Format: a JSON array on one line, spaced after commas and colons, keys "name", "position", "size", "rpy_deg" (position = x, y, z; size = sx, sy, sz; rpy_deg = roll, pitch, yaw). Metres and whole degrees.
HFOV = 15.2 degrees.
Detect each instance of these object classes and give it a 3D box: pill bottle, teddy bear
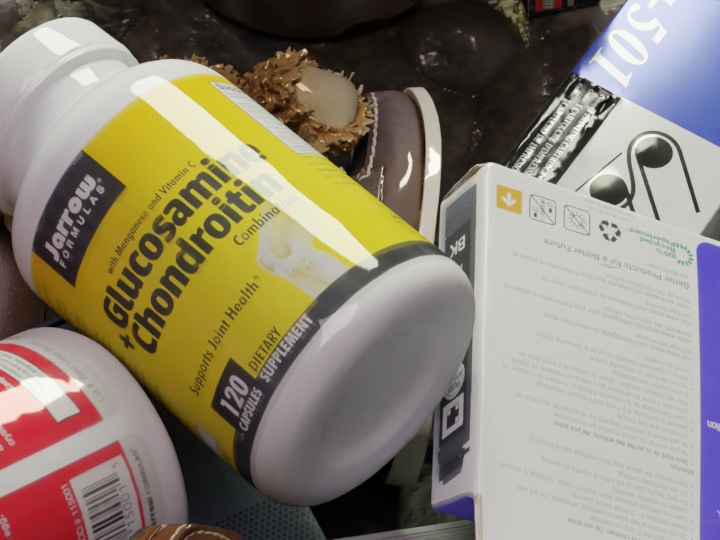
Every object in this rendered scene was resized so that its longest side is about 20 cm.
[{"name": "pill bottle", "position": [-0.061, -0.010, 1.026], "size": [0.200, 0.112, 0.112], "rpy_deg": [39, 68, 25]}, {"name": "teddy bear", "position": [-0.090, -0.045, 1.162], "size": [0.200, 0.067, 0.145], "rpy_deg": [-13, 42, 8]}, {"name": "pill bottle", "position": [-0.169, 0.104, 0.968], "size": [0.200, 0.112, 0.112], "rpy_deg": [-25, 56, -39]}]

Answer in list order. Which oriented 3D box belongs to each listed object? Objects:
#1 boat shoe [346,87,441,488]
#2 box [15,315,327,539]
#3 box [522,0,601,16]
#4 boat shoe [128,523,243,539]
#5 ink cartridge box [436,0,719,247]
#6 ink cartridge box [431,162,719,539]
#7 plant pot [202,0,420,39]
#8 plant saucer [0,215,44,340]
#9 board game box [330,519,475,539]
[{"name": "boat shoe", "position": [0.000, 0.000, 1.145], "size": [0.059, 0.072, 0.200], "rpy_deg": [7, 55, -6]}, {"name": "box", "position": [-0.101, 0.116, 1.089], "size": [0.158, 0.051, 0.200], "rpy_deg": [-24, 65, -12]}, {"name": "box", "position": [0.072, -0.239, 1.262], "size": [0.038, 0.137, 0.200], "rpy_deg": [-11, 57, -5]}, {"name": "boat shoe", "position": [-0.056, 0.190, 0.948], "size": [0.074, 0.076, 0.200], "rpy_deg": [-9, 74, 48]}, {"name": "ink cartridge box", "position": [0.125, -0.049, 1.190], "size": [0.094, 0.044, 0.200], "rpy_deg": [29, 64, 19]}, {"name": "ink cartridge box", "position": [0.123, 0.073, 1.060], "size": [0.198, 0.043, 0.200], "rpy_deg": [18, 52, -20]}, {"name": "plant pot", "position": [-0.030, -0.220, 1.219], "size": [0.200, 0.198, 0.200], "rpy_deg": [-4, 57, 6]}, {"name": "plant saucer", "position": [-0.240, 0.015, 1.187], "size": [0.200, 0.032, 0.200], "rpy_deg": [-2, 58, 3]}, {"name": "board game box", "position": [0.085, 0.154, 0.993], "size": [0.200, 0.153, 0.040], "rpy_deg": [25, 99, 25]}]
